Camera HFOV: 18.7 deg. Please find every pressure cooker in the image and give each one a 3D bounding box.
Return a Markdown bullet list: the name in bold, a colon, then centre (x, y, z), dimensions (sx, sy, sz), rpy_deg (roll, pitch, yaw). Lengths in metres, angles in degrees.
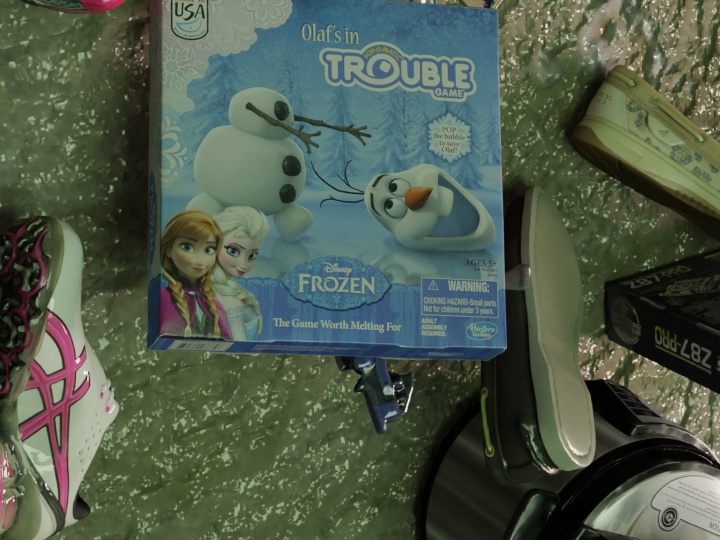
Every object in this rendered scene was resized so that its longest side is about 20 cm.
- **pressure cooker**: centre (0.155, 0.177, 1.403), dimensions (0.175, 0.200, 0.180), rpy_deg (-23, 117, -22)

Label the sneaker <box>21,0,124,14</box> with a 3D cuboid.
- **sneaker**: centre (-0.200, -0.194, 1.122), dimensions (0.199, 0.075, 0.081), rpy_deg (22, 94, -35)

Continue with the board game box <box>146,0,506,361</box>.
- **board game box**: centre (-0.019, -0.054, 1.223), dimensions (0.198, 0.043, 0.201), rpy_deg (2, 77, -16)

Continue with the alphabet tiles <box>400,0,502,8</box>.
- **alphabet tiles**: centre (0.046, -0.246, 1.303), dimensions (0.200, 0.006, 0.167), rpy_deg (41, 83, -36)

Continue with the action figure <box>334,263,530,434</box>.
- **action figure**: centre (0.000, 0.000, 1.300), dimensions (0.192, 0.105, 0.202), rpy_deg (-9, 80, -24)

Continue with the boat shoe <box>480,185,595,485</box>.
- **boat shoe**: centre (0.100, 0.038, 1.355), dimensions (0.060, 0.202, 0.072), rpy_deg (-22, 139, 27)

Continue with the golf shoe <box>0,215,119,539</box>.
- **golf shoe**: centre (-0.179, 0.060, 1.231), dimensions (0.092, 0.073, 0.201), rpy_deg (-5, 119, -38)

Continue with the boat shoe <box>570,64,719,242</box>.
- **boat shoe**: centre (0.234, -0.060, 1.415), dimensions (0.199, 0.073, 0.063), rpy_deg (30, 82, -10)

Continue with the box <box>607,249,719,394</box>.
- **box**: centre (0.289, 0.026, 1.459), dimensions (0.199, 0.161, 0.049), rpy_deg (-16, 116, -29)
